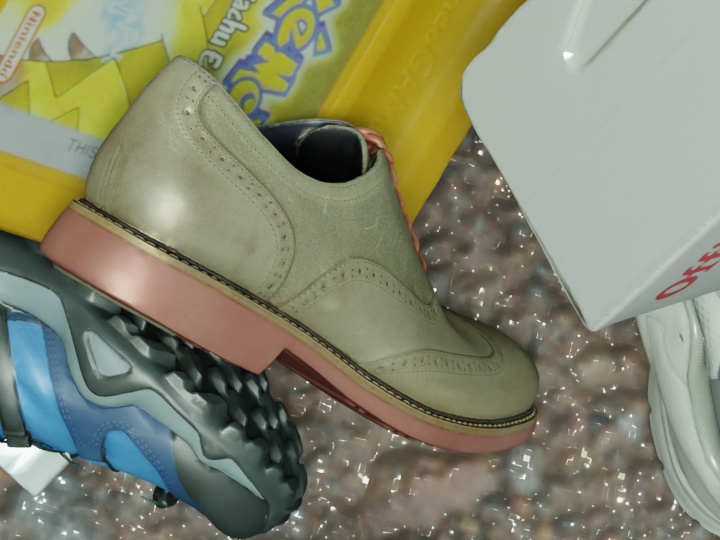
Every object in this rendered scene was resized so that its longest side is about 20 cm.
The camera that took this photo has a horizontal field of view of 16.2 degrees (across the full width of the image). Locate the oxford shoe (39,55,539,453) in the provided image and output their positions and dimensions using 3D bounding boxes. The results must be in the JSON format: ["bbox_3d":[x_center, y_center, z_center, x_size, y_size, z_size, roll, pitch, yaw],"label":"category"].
[{"bbox_3d":[0.000,0.000,0.727,0.070,0.200,0.075,28,91,38],"label":"oxford shoe"}]

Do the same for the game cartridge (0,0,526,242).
[{"bbox_3d":[-0.035,-0.079,0.712,0.200,0.032,0.176,20,106,-41],"label":"game cartridge"}]

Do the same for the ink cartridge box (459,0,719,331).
[{"bbox_3d":[0.149,-0.070,0.695,0.200,0.148,0.086,-17,71,-35],"label":"ink cartridge box"}]

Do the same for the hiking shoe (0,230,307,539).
[{"bbox_3d":[-0.108,0.024,0.753,0.200,0.074,0.087,36,106,1],"label":"hiking shoe"}]

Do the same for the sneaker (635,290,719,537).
[{"bbox_3d":[0.107,-0.010,0.772,0.074,0.087,0.200,-22,92,1],"label":"sneaker"}]

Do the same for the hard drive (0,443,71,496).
[{"bbox_3d":[-0.081,-0.047,0.791,0.132,0.027,0.200,43,90,-4],"label":"hard drive"}]
